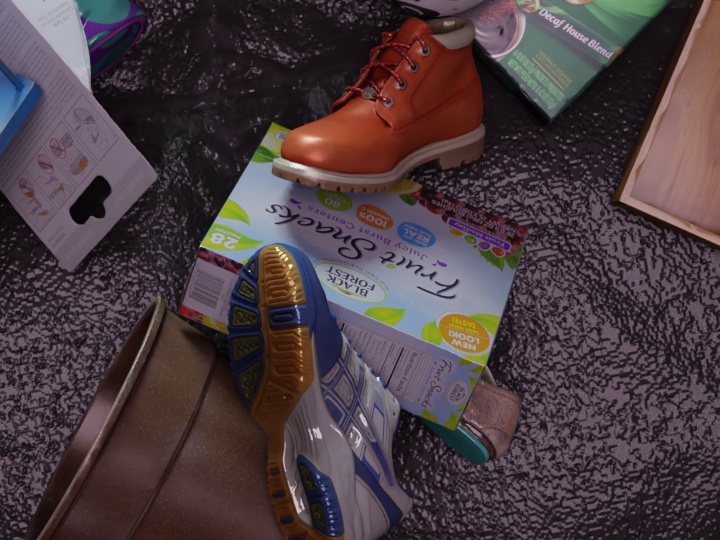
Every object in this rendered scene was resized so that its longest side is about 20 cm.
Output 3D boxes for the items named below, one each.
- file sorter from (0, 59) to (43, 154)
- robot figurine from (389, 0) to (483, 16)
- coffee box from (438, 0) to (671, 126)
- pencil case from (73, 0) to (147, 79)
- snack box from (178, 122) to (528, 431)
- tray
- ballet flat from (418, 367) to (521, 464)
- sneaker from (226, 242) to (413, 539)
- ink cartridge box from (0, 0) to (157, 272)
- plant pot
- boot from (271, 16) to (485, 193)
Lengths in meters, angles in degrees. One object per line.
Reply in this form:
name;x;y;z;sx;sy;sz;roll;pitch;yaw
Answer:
file sorter;-0.337;-0.120;1.068;0.200;0.123;0.139;24;74;28
robot figurine;0.028;-0.264;1.117;0.125;0.150;0.200;-36;99;7
coffee box;0.163;-0.217;1.213;0.200;0.044;0.123;-44;92;-2
pencil case;-0.242;-0.222;1.174;0.092;0.085;0.200;-40;92;-5
snack box;0.000;0.000;1.138;0.200;0.169;0.068;22;127;2
tray;0.268;-0.122;1.223;0.098;0.037;0.200;23;90;-3
ballet flat;0.033;0.056;1.203;0.200;0.068;0.067;40;68;-3
sneaker;-0.022;0.077;1.055;0.088;0.075;0.200;-17;100;-39
ink cartridge box;-0.222;-0.116;1.141;0.200;0.163;0.057;46;51;-4
plant pot;-0.097;0.150;1.135;0.198;0.200;0.201;28;89;-9
boot;0.013;-0.115;1.134;0.075;0.200;0.107;19;118;33
